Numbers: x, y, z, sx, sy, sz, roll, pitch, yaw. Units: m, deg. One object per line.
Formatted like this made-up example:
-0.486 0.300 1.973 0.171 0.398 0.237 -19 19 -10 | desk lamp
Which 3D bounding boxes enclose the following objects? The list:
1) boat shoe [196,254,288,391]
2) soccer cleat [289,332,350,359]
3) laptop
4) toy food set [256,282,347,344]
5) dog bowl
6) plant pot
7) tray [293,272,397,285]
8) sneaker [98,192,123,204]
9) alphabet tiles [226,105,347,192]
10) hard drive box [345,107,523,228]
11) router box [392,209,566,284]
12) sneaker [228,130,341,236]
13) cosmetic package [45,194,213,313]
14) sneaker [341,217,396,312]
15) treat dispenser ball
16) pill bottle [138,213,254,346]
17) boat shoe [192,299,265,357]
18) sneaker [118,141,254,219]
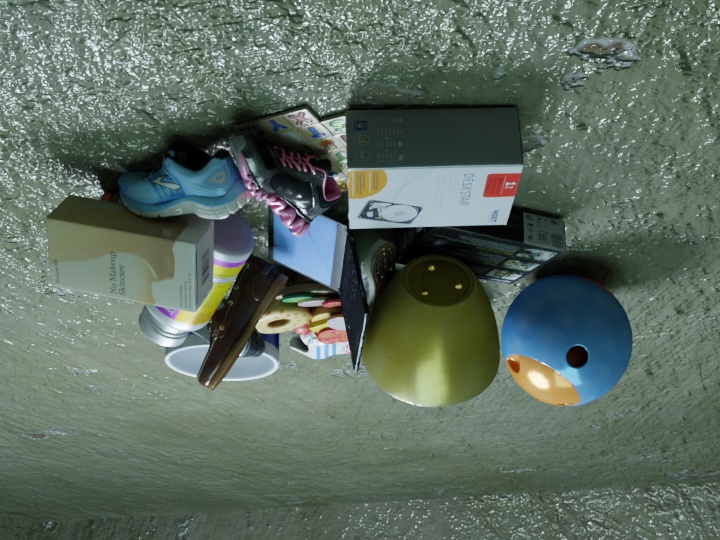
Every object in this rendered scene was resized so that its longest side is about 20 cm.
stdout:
-0.182 0.073 1.466 0.070 0.201 0.070 32 -177 0 | boat shoe
-0.051 0.111 1.770 0.086 0.071 0.199 15 153 -31 | soccer cleat
-0.061 0.017 1.386 0.102 0.202 0.178 -7 151 -9 | laptop
-0.061 0.071 1.616 0.197 0.049 0.199 -18 150 37 | toy food set
-0.240 0.127 1.804 0.197 0.080 0.201 1 156 0 | dog bowl
0.101 0.064 1.412 0.197 0.201 0.143 1 134 -1 | plant pot
0.000 0.029 1.623 0.198 0.037 0.099 8 156 -15 | tray
-0.284 -0.045 1.413 0.081 0.078 0.200 -11 156 10 | sneaker
-0.060 -0.140 1.262 0.165 0.006 0.200 -11 155 24 | alphabet tiles
0.082 -0.118 1.213 0.197 0.078 0.156 -2 157 0 | hard drive box
0.162 -0.040 1.433 0.198 0.052 0.149 11 157 -21 | router box
-0.085 -0.119 1.238 0.095 0.080 0.200 -28 151 11 | sneaker
-0.289 -0.022 1.301 0.198 0.071 0.106 9 119 9 | cosmetic package
0.000 0.000 1.477 0.090 0.067 0.201 40 153 22 | sneaker
0.315 0.107 1.582 0.198 0.203 0.201 1 157 0 | treat dispenser ball
-0.231 0.011 1.406 0.103 0.105 0.201 15 126 -30 | pill bottle
-0.216 0.084 1.596 0.071 0.072 0.200 27 -170 -43 | boat shoe
-0.219 -0.118 1.257 0.198 0.078 0.091 1 119 32 | sneaker
